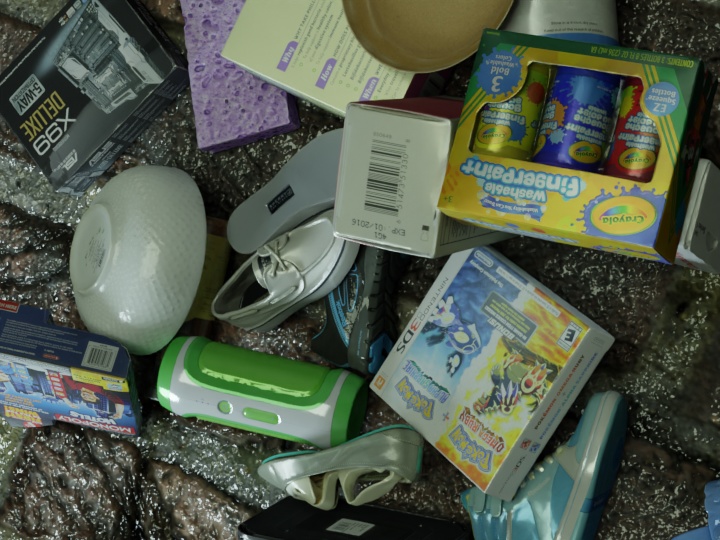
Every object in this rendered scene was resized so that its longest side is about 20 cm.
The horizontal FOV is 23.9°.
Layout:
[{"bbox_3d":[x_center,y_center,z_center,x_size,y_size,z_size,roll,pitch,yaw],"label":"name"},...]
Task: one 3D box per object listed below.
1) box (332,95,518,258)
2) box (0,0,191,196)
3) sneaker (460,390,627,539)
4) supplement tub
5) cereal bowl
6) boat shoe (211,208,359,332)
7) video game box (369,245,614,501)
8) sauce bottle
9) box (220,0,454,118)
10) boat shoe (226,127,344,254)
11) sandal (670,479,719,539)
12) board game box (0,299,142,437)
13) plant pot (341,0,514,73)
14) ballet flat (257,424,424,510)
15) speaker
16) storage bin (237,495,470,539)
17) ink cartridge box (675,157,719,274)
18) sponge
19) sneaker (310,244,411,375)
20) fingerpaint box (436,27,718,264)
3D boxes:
[{"bbox_3d":[0.072,-0.092,1.585,0.109,0.200,0.128,12,102,26],"label":"box"},{"bbox_3d":[-0.297,-0.205,1.865,0.200,0.050,0.158,-43,69,15],"label":"box"},{"bbox_3d":[0.165,0.193,1.589,0.130,0.080,0.200,20,92,24],"label":"sneaker"},{"bbox_3d":[0.174,-0.272,1.605,0.132,0.132,0.200,-6,82,25],"label":"supplement tub"},{"bbox_3d":[-0.243,-0.016,1.755,0.200,0.083,0.200,-25,59,50],"label":"cereal bowl"},{"bbox_3d":[-0.078,-0.002,1.696,0.200,0.066,0.072,-34,57,42],"label":"boat shoe"},{"bbox_3d":[0.118,0.088,1.602,0.200,0.047,0.182,39,103,46],"label":"video game box"},{"bbox_3d":[-0.181,0.040,1.776,0.066,0.066,0.200,12,89,26],"label":"sauce bottle"},{"bbox_3d":[-0.005,-0.244,1.689,0.200,0.097,0.176,26,91,19],"label":"box"},{"bbox_3d":[-0.044,-0.077,1.719,0.200,0.070,0.071,-37,67,26],"label":"boat shoe"},{"bbox_3d":[0.312,0.266,1.519,0.087,0.079,0.200,37,92,27],"label":"sandal"},{"bbox_3d":[-0.326,0.111,1.790,0.200,0.200,0.062,12,63,4],"label":"board game box"},{"bbox_3d":[0.069,-0.281,1.583,0.200,0.027,0.200,-3,84,33],"label":"plant pot"},{"bbox_3d":[-0.024,0.198,1.637,0.200,0.067,0.064,-19,62,36],"label":"ballet flat"},{"bbox_3d":[-0.098,0.123,1.699,0.200,0.088,0.089,12,90,13],"label":"speaker"},{"bbox_3d":[-0.007,0.287,1.618,0.200,0.135,0.094,8,104,26],"label":"storage bin"},{"bbox_3d":[0.231,-0.069,1.547,0.200,0.145,0.084,16,88,26],"label":"ink cartridge box"},{"bbox_3d":[-0.131,-0.234,1.800,0.111,0.030,0.200,-12,79,23],"label":"sponge"},{"bbox_3d":[0.000,0.000,1.691,0.082,0.073,0.200,11,87,31],"label":"sneaker"},{"bbox_3d":[0.184,-0.108,1.454,0.200,0.073,0.167,13,84,25],"label":"fingerpaint box"}]
